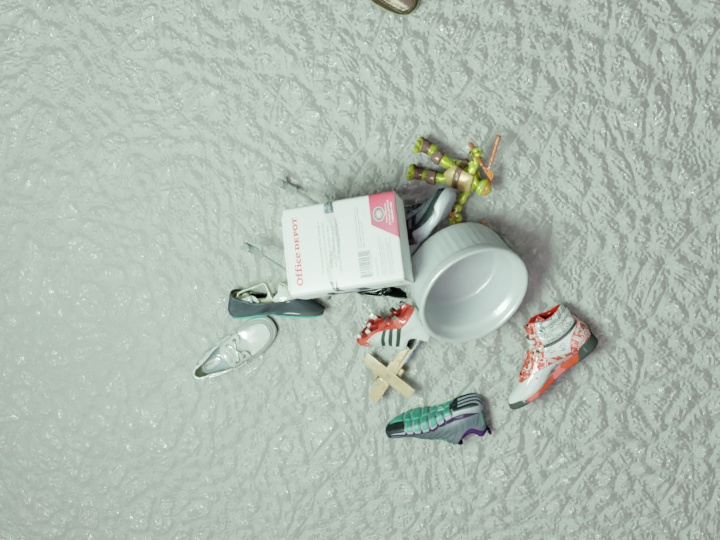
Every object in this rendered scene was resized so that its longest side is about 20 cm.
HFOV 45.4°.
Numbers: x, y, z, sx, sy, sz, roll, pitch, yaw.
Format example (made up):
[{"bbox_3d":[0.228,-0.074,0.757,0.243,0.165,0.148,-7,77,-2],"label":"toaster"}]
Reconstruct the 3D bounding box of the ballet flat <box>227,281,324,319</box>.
[{"bbox_3d":[-0.165,0.056,1.636,0.196,0.073,0.075,-2,106,18],"label":"ballet flat"}]

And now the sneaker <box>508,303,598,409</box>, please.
[{"bbox_3d":[0.314,0.149,1.532,0.108,0.067,0.201,46,109,-1],"label":"sneaker"}]

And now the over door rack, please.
[{"bbox_3d":[-0.097,-0.056,1.551,0.198,0.066,0.150,30,92,24],"label":"over door rack"}]

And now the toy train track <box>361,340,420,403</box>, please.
[{"bbox_3d":[0.079,0.163,1.623,0.114,0.032,0.202,36,107,10],"label":"toy train track"}]

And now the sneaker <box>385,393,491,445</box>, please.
[{"bbox_3d":[0.146,0.304,1.624,0.197,0.075,0.089,-19,106,19],"label":"sneaker"}]

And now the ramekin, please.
[{"bbox_3d":[0.177,0.016,1.467,0.197,0.098,0.203,-12,131,-14],"label":"ramekin"}]

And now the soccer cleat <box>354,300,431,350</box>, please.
[{"bbox_3d":[0.057,0.114,1.553,0.085,0.069,0.199,41,149,-11],"label":"soccer cleat"}]

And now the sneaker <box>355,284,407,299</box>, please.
[{"bbox_3d":[-0.001,0.003,1.553,0.196,0.104,0.061,13,111,11],"label":"sneaker"}]

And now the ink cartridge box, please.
[{"bbox_3d":[-0.022,-0.039,1.432,0.196,0.084,0.148,-9,82,13],"label":"ink cartridge box"}]

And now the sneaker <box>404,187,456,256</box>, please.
[{"bbox_3d":[0.079,-0.098,1.493,0.114,0.075,0.200,44,137,4],"label":"sneaker"}]

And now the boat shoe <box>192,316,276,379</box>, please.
[{"bbox_3d":[-0.249,0.162,1.690,0.199,0.069,0.071,-35,94,21],"label":"boat shoe"}]

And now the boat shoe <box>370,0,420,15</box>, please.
[{"bbox_3d":[0.010,-0.492,1.413,0.201,0.075,0.075,39,113,1],"label":"boat shoe"}]

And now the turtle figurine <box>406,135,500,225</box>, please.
[{"bbox_3d":[0.165,-0.172,1.471,0.159,0.065,0.202,26,134,15],"label":"turtle figurine"}]
